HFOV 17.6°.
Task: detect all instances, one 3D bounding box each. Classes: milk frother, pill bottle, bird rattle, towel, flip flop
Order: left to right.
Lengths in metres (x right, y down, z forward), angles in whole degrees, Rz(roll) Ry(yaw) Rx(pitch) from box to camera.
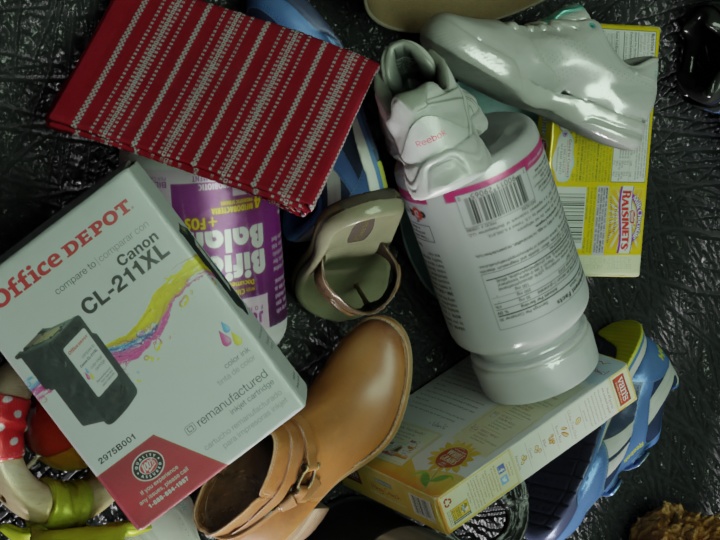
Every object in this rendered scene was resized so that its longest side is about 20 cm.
[{"bbox_3d":[-0.228,0.122,1.636,0.200,0.112,0.163,50,59,-15],"label":"bird rattle"},{"bbox_3d":[-0.110,0.001,1.661,0.112,0.112,0.201,-12,104,-31],"label":"pill bottle"},{"bbox_3d":[-0.102,-0.122,1.604,0.023,0.199,0.145,98,13,-56],"label":"towel"},{"bbox_3d":[0.000,0.000,1.702,0.081,0.200,0.058,-21,73,-16],"label":"flip flop"},{"bbox_3d":[0.079,0.224,1.776,0.180,0.188,0.201,32,81,-35],"label":"milk frother"},{"bbox_3d":[0.107,-0.008,1.755,0.113,0.113,0.201,-31,115,-26],"label":"pill bottle"}]

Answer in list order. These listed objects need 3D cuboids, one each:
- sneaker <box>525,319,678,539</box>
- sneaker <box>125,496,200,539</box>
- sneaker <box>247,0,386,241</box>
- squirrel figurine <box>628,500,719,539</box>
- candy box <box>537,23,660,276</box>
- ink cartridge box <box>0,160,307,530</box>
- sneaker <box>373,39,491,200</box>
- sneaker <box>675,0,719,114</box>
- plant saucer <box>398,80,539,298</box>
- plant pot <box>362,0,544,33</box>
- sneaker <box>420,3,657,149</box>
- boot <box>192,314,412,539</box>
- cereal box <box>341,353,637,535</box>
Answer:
[{"bbox_3d":[0.201,0.144,1.915,0.082,0.074,0.201,36,79,-34],"label":"sneaker"},{"bbox_3d":[-0.118,0.262,1.730,0.088,0.075,0.201,-35,117,-42],"label":"sneaker"},{"bbox_3d":[-0.046,-0.112,1.701,0.082,0.074,0.201,-30,112,-24],"label":"sneaker"},{"bbox_3d":[0.283,0.291,1.924,0.141,0.186,0.201,29,82,-33],"label":"squirrel figurine"},{"bbox_3d":[0.184,-0.096,1.845,0.102,0.026,0.201,0,98,-34],"label":"candy box"},{"bbox_3d":[-0.152,0.048,1.565,0.145,0.083,0.200,-37,96,3],"label":"ink cartridge box"},{"bbox_3d":[0.046,-0.125,1.672,0.078,0.200,0.100,-23,109,0],"label":"sneaker"},{"bbox_3d":[0.313,-0.130,1.939,0.111,0.077,0.201,-12,100,-38],"label":"sneaker"},{"bbox_3d":[0.103,-0.063,1.836,0.200,0.039,0.202,-7,102,-33],"label":"plant saucer"},{"bbox_3d":[0.078,-0.282,1.713,0.199,0.200,0.135,-5,67,-33],"label":"plant pot"},{"bbox_3d":[0.138,-0.165,1.758,0.199,0.075,0.089,22,88,-26],"label":"sneaker"},{"bbox_3d":[-0.040,0.118,1.700,0.201,0.073,0.155,-63,158,2],"label":"boot"},{"bbox_3d":[0.095,0.119,1.797,0.199,0.144,0.040,-31,117,-25],"label":"cereal box"}]
